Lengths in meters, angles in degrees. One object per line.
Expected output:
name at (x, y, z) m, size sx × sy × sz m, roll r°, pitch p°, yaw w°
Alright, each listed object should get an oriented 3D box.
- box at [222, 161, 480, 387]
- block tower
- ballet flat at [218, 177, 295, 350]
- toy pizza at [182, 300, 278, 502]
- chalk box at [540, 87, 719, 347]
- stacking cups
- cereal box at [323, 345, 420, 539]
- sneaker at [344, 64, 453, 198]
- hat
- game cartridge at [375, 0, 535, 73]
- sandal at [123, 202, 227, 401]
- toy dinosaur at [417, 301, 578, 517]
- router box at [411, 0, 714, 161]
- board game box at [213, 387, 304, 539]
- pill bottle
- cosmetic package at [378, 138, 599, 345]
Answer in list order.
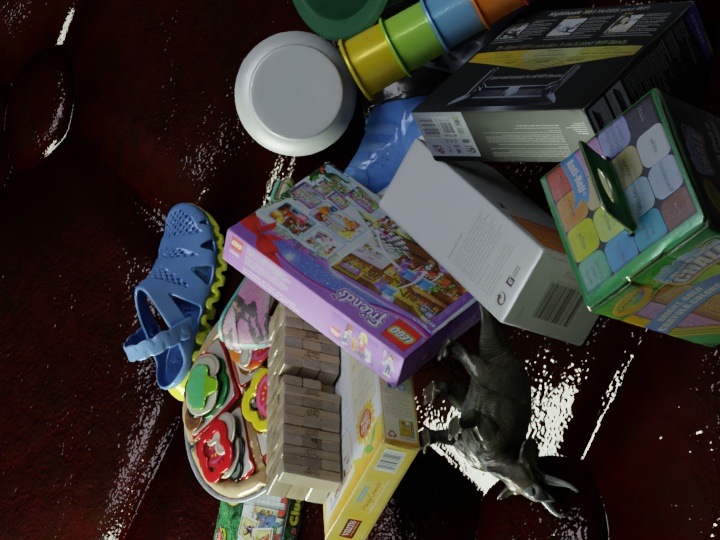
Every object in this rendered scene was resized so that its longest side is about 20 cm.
box at (0.000, 0.000, 1.718) m, size 0.200 × 0.137 × 0.039 m, roll 36°, pitch 137°, yaw 21°
block tower at (-0.050, 0.109, 1.759) m, size 0.058 × 0.054 × 0.201 m, roll 117°, pitch 158°, yaw -48°
ballet flat at (-0.072, -0.002, 1.895) m, size 0.071 × 0.069 × 0.201 m, roll 10°, pitch 51°, yaw 13°
toy pizza at (-0.114, 0.120, 1.911) m, size 0.200 × 0.032 × 0.202 m, roll -20°, pitch 63°, yaw 45°
chalk box at (0.224, -0.040, 1.479) m, size 0.124 × 0.199 × 0.125 m, roll -39°, pitch 51°, yaw 34°
stacking cups at (0.082, -0.214, 1.707) m, size 0.199 × 0.061 × 0.061 m, roll -26°, pitch 56°, yaw 11°
cereal box at (0.004, 0.115, 1.740) m, size 0.201 × 0.039 × 0.144 m, roll -94°, pitch 22°, yaw -43°
sneaker at (0.021, -0.108, 1.829) m, size 0.200 × 0.076 × 0.112 m, roll -38°, pitch 52°, yaw 35°
hat at (0.055, -0.285, 1.806) m, size 0.200 × 0.175 × 0.167 m, roll 27°, pitch 114°, yaw 50°
game cartridge at (0.071, -0.246, 1.808) m, size 0.199 × 0.040 × 0.134 m, roll 21°, pitch 72°, yaw 45°
sandal at (-0.189, 0.026, 2.020) m, size 0.079 × 0.087 × 0.202 m, roll -16°, pitch 64°, yaw 47°
toy dinosaur at (0.106, 0.113, 1.657) m, size 0.077 × 0.102 × 0.201 m, roll -44°, pitch 39°, yaw 43°
router box at (0.163, -0.153, 1.633) m, size 0.199 × 0.052 × 0.157 m, roll 5°, pitch 40°, yaw 50°
board game box at (-0.087, 0.186, 1.900) m, size 0.104 × 0.023 × 0.202 m, roll 1°, pitch 78°, yaw 51°
pill bottle at (-0.060, -0.162, 1.842) m, size 0.200 × 0.112 × 0.114 m, roll -114°, pitch 43°, yaw -85°
cosmetic package at (0.114, -0.025, 1.678) m, size 0.200 × 0.101 × 0.072 m, roll 44°, pitch 111°, yaw 45°
